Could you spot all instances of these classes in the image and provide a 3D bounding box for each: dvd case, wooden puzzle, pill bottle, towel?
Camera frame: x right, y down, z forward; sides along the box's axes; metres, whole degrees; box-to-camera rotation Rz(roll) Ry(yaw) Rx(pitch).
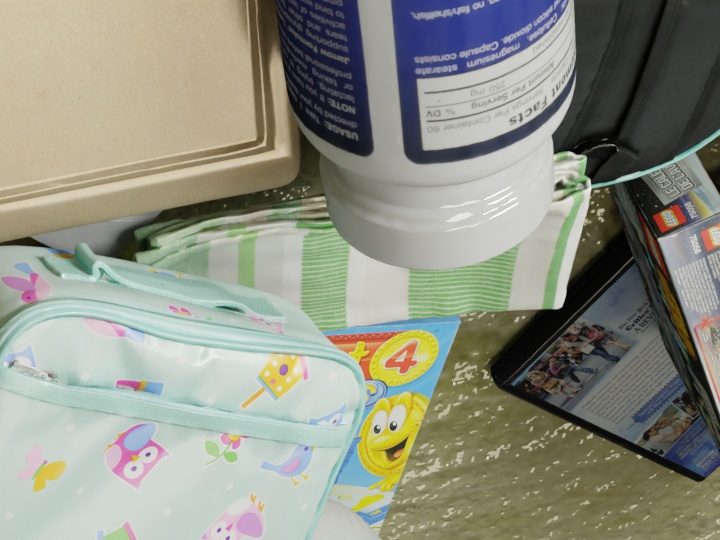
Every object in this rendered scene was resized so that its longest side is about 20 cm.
[{"bbox_3d":[0.181,0.043,1.470,0.143,0.018,0.200,-45,137,19],"label":"dvd case"},{"bbox_3d":[-0.117,-0.099,1.015,0.184,0.037,0.201,-12,129,-14],"label":"wooden puzzle"},{"bbox_3d":[0.024,-0.105,0.998,0.115,0.116,0.201,-17,133,-13],"label":"pill bottle"},{"bbox_3d":[0.000,0.000,1.174,0.199,0.024,0.153,-10,159,-4],"label":"towel"}]

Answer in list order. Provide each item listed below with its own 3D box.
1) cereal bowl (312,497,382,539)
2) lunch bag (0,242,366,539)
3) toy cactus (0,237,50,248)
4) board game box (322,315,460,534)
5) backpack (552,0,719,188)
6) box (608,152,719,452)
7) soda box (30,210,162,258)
[{"bbox_3d":[-0.081,0.170,1.291,0.199,0.084,0.200,-32,171,-6],"label":"cereal bowl"},{"bbox_3d":[-0.102,0.073,1.100,0.199,0.077,0.161,10,114,-38],"label":"lunch bag"},{"bbox_3d":[-0.157,0.045,1.199,0.102,0.199,0.166,-42,152,-61],"label":"toy cactus"},{"bbox_3d":[-0.071,0.084,1.344,0.199,0.056,0.196,-3,133,-26],"label":"board game box"},{"bbox_3d":[0.100,-0.138,1.141,0.175,0.154,0.201,-7,133,-20],"label":"backpack"},{"bbox_3d":[0.167,0.007,1.314,0.040,0.137,0.201,-24,130,1],"label":"box"},{"bbox_3d":[-0.075,-0.095,1.101,0.200,0.068,0.063,-43,137,17],"label":"soda box"}]
